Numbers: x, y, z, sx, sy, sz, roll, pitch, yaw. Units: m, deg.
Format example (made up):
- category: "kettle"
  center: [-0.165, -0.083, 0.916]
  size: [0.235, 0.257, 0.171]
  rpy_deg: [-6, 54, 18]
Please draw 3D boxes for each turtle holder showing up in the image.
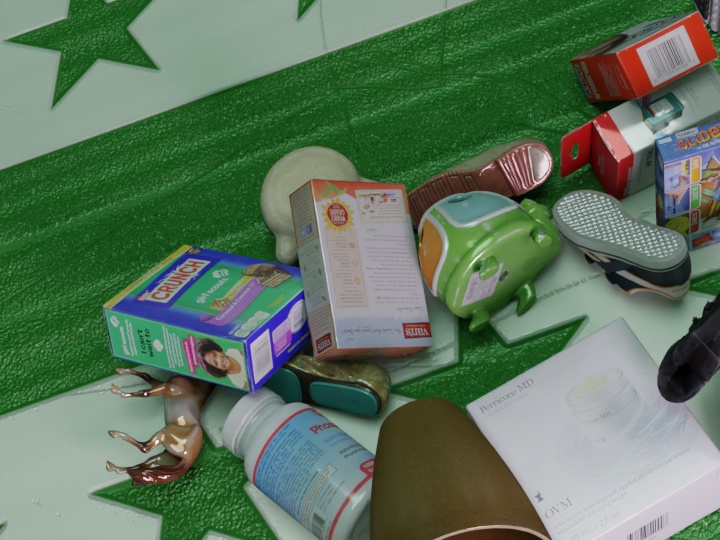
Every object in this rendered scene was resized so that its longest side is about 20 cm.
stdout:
- category: "turtle holder"
  center: [0.150, -0.034, 1.669]
  size: [0.185, 0.141, 0.132]
  rpy_deg: [-38, 58, -9]

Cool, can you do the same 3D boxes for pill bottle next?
- category: "pill bottle"
  center: [-0.056, 0.216, 1.587]
  size: [0.199, 0.109, 0.109]
  rpy_deg: [35, 72, 26]

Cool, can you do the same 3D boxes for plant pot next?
- category: "plant pot"
  center: [0.082, 0.233, 1.451]
  size: [0.185, 0.187, 0.201]
  rpy_deg: [-18, 47, 1]

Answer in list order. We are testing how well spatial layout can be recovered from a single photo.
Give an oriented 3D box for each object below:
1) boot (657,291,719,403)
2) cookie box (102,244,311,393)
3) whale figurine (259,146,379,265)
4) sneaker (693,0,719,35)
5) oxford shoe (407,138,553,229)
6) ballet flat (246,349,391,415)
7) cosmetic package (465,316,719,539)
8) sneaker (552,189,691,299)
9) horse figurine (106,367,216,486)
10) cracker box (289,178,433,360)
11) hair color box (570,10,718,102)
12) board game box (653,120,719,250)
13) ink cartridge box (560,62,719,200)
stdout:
- category: "boot"
  center: [0.371, 0.078, 1.504]
  size: [0.065, 0.166, 0.200]
  rpy_deg: [28, 46, 18]
- category: "cookie box"
  center: [-0.167, 0.051, 1.670]
  size: [0.198, 0.076, 0.171]
  rpy_deg: [11, 32, 27]
- category: "whale figurine"
  center: [-0.037, -0.052, 1.761]
  size: [0.159, 0.104, 0.201]
  rpy_deg: [-37, 84, -12]
- category: "sneaker"
  center: [0.514, -0.324, 1.806]
  size: [0.199, 0.076, 0.081]
  rpy_deg: [26, 55, 22]
- category: "oxford shoe"
  center: [0.142, -0.105, 1.768]
  size: [0.198, 0.071, 0.074]
  rpy_deg: [-20, 17, 11]
- category: "ballet flat"
  center: [-0.057, 0.122, 1.675]
  size: [0.198, 0.071, 0.071]
  rpy_deg: [9, 62, 18]
- category: "cosmetic package"
  center: [0.248, 0.194, 1.527]
  size: [0.198, 0.123, 0.201]
  rpy_deg: [-29, 57, -6]
- category: "sneaker"
  center: [0.302, -0.025, 1.673]
  size: [0.078, 0.080, 0.200]
  rpy_deg: [-37, 39, -15]
- category: "horse figurine"
  center: [-0.227, 0.173, 1.678]
  size: [0.131, 0.050, 0.201]
  rpy_deg: [3, 51, -6]
- category: "cracker box"
  center: [0.000, 0.000, 1.658]
  size: [0.133, 0.058, 0.202]
  rpy_deg: [1, 71, -34]
- category: "hair color box"
  center: [0.335, -0.254, 1.727]
  size: [0.110, 0.200, 0.064]
  rpy_deg: [-28, 97, -4]
- category: "board game box"
  center: [0.399, -0.096, 1.615]
  size: [0.134, 0.201, 0.035]
  rpy_deg: [-16, 58, 2]
- category: "ink cartridge box"
  center: [0.338, -0.154, 1.708]
  size: [0.199, 0.116, 0.068]
  rpy_deg: [-27, 67, -3]
